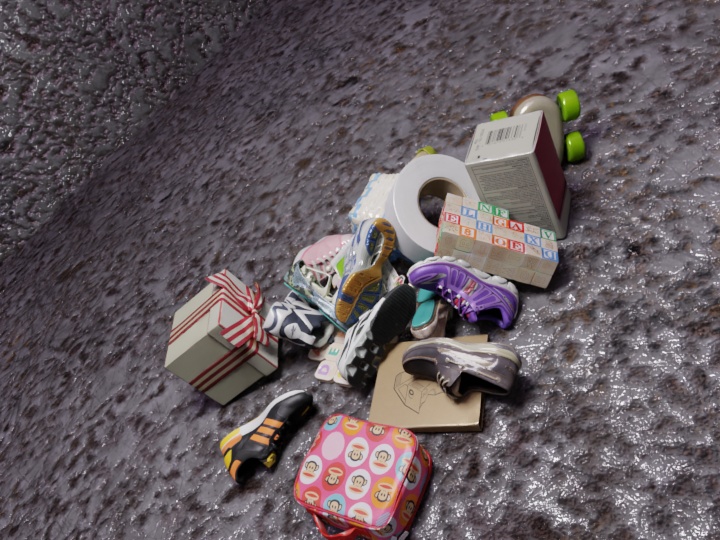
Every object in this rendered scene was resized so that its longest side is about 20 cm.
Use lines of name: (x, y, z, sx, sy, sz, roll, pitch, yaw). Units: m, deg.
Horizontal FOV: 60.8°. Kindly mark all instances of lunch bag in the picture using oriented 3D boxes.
lunch bag: (-0.003, 0.320, 0.922, 0.196, 0.082, 0.179, 3, 53, 39)

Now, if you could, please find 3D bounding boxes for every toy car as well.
toy car: (0.337, -0.292, 1.239, 0.160, 0.161, 0.202, -15, 29, 7)

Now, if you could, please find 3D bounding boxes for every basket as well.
basket: (0.090, -0.107, 1.243, 0.196, 0.140, 0.178, 18, 61, 30)

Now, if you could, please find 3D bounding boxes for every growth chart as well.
growth chart: (0.011, 0.018, 1.181, 0.146, 0.017, 0.201, -54, 52, 21)

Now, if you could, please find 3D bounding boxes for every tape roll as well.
tape roll: (0.146, -0.111, 1.154, 0.205, 0.200, 0.071, -56, 0, -24)

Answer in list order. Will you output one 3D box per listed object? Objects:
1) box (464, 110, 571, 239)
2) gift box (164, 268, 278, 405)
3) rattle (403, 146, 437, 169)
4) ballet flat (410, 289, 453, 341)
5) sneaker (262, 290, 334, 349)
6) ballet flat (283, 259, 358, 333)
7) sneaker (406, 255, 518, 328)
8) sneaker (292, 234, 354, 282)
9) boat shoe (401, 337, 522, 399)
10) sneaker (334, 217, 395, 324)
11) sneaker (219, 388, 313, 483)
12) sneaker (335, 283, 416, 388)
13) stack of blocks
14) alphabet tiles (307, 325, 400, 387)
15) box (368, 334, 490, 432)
box: (0.284, -0.158, 1.086, 0.125, 0.201, 0.111, -4, 47, 34)
gift box: (-0.273, 0.127, 1.221, 0.185, 0.200, 0.187, -34, 39, 18)
rattle: (0.127, -0.158, 1.351, 0.201, 0.142, 0.130, -49, 4, 8)
ballet flat: (0.131, 0.072, 1.073, 0.067, 0.068, 0.201, -22, 20, 30)
sneaker: (-0.105, 0.105, 1.225, 0.127, 0.199, 0.081, 27, 95, 6)
ballet flat: (-0.062, 0.048, 1.170, 0.198, 0.075, 0.075, 35, 71, 16)
sneaker: (0.170, 0.039, 1.010, 0.195, 0.081, 0.085, 18, 61, -3)
sneaker: (-0.063, -0.023, 1.293, 0.102, 0.077, 0.200, -4, 24, 29)
boat shoe: (0.147, 0.153, 0.945, 0.196, 0.075, 0.075, -5, 47, 33)
sneaker: (0.000, 0.000, 1.138, 0.088, 0.074, 0.204, 14, 79, 61)
sneaker: (-0.156, 0.297, 1.089, 0.198, 0.070, 0.091, -35, 52, 4)
sneaker: (0.019, 0.102, 1.091, 0.202, 0.074, 0.088, -53, 30, -7)
stack of blocks: (0.229, -0.052, 1.044, 0.194, 0.060, 0.116, 16, 40, 2)
alphabet tiles: (-0.009, 0.128, 1.178, 0.192, 0.015, 0.203, 3, 54, 40)
box: (0.113, 0.187, 1.011, 0.195, 0.021, 0.166, -9, 47, 29)
